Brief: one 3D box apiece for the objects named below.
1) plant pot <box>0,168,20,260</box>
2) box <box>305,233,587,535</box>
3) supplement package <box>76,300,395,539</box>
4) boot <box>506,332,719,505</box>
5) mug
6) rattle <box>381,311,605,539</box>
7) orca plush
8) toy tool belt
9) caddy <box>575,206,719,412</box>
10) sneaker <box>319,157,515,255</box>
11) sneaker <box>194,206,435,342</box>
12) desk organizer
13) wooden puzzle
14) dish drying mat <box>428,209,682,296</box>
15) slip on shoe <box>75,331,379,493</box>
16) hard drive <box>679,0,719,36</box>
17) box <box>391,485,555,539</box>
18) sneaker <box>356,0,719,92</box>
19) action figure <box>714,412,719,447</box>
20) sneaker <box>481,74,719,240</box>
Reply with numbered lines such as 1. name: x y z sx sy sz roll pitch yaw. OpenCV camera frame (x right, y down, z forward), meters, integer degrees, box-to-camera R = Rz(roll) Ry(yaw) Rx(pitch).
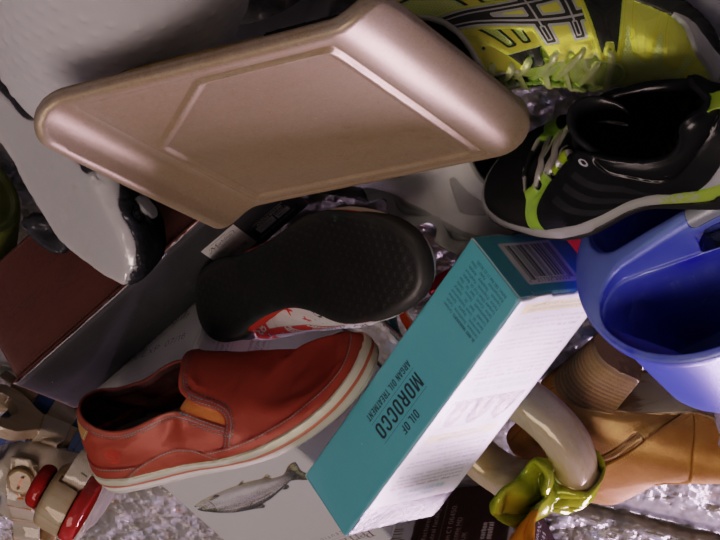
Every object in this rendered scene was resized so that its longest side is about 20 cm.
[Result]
1. plant pot: -0.306 0.013 1.177 0.186 0.188 0.200 30 120 -13
2. box: 0.053 0.067 1.042 0.049 0.082 0.201 52 126 28
3. supplement package: -0.070 0.093 1.202 0.116 0.118 0.200 -25 123 34
4. boot: 0.205 0.119 1.183 0.200 0.071 0.144 27 142 -2
5. mug: -0.108 -0.154 0.961 0.198 0.149 0.176 -1 150 -17
6. rattle: 0.048 0.108 1.132 0.200 0.143 0.130 48 166 -19
7. orca plush: -0.173 -0.073 1.081 0.199 0.071 0.106 34 130 31
8. toy tool belt: -0.231 0.130 1.260 0.122 0.200 0.126 29 92 0
9. caddy: 0.213 -0.013 0.951 0.199 0.142 0.105 -21 140 22
10. sneaker: 0.021 -0.081 1.035 0.199 0.075 0.089 21 137 -19
11. sneaker: -0.001 -0.001 1.061 0.201 0.107 0.068 -15 86 48
12. desk organizer: -0.139 -0.014 1.110 0.200 0.077 0.072 -41 153 8
13. wooden puzzle: -0.036 -0.081 0.917 0.198 0.038 0.185 -15 159 26
14. dish drying mat: 0.140 -0.018 1.052 0.199 0.018 0.077 -29 132 17
15. slip on shoe: -0.082 0.076 1.065 0.198 0.074 0.061 -18 121 19
16. hard drive: 0.207 -0.175 0.908 0.199 0.027 0.132 30 136 -12
17. box: 0.067 0.283 1.313 0.163 0.167 0.201 -9 131 25
18. sneaker: 0.092 -0.120 0.953 0.198 0.077 0.076 15 155 9
19. action figure: 0.290 0.076 1.040 0.191 0.106 0.200 -7 158 -10
20. sneaker: 0.127 -0.069 0.930 0.082 0.072 0.199 28 154 -36
